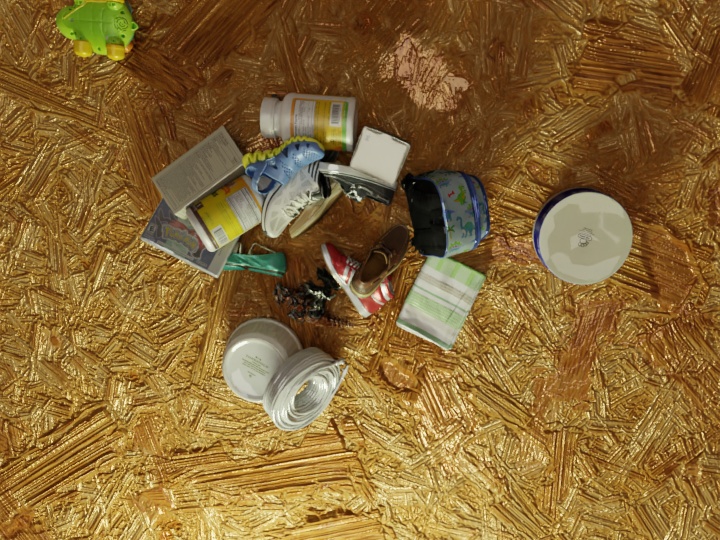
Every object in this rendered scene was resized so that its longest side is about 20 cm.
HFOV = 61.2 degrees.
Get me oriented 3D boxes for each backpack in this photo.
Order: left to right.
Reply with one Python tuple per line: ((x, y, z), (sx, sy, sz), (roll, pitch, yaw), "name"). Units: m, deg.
((0.188, -0.123, 1.277), (0.144, 0.200, 0.186), (-13, 100, -10), "backpack")

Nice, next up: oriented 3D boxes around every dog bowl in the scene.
((0.476, -0.075, 1.314), (0.196, 0.079, 0.204), (2, 103, 7), "dog bowl")

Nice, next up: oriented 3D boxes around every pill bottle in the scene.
((-0.277, -0.137, 1.348), (0.198, 0.109, 0.110), (-33, 98, -12), "pill bottle")
((-0.107, -0.315, 1.286), (0.196, 0.111, 0.113), (5, 104, 4), "pill bottle")

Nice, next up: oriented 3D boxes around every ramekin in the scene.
((-0.241, 0.223, 1.463), (0.198, 0.094, 0.206), (2, 103, 7), "ramekin")

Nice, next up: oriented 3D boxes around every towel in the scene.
((0.185, 0.070, 1.408), (0.147, 0.031, 0.202), (25, 104, 0), "towel")

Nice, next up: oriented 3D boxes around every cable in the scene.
((-0.135, 0.274, 1.414), (0.069, 0.199, 0.202), (35, 105, 36), "cable")

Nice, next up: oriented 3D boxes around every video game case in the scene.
((-0.374, -0.108, 1.399), (0.198, 0.023, 0.184), (26, 77, 1), "video game case")

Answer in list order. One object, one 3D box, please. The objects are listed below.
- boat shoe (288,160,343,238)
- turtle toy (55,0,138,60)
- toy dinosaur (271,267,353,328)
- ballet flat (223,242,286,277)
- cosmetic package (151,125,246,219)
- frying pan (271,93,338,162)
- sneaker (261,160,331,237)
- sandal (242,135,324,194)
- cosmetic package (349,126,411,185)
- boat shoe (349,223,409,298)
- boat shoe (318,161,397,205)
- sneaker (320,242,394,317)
((-0.098, -0.158, 1.375), (0.064, 0.071, 0.200), (43, 94, 0), "boat shoe")
((-0.574, -0.538, 1.325), (0.196, 0.101, 0.148), (7, 104, 6), "turtle toy")
((-0.108, 0.076, 1.430), (0.197, 0.103, 0.137), (17, 121, -16), "toy dinosaur")
((-0.267, -0.030, 1.432), (0.196, 0.067, 0.072), (6, 80, 5), "ballet flat")
((-0.350, -0.216, 1.357), (0.199, 0.073, 0.104), (-35, 85, -1), "cosmetic package")
((-0.133, -0.299, 1.362), (0.188, 0.031, 0.116), (28, 104, 3), "frying pan")
((-0.135, -0.153, 1.307), (0.114, 0.075, 0.203), (26, 91, 36), "sneaker")
((-0.159, -0.216, 1.269), (0.197, 0.079, 0.089), (-16, 65, 28), "sandal")
((0.045, -0.242, 1.266), (0.102, 0.200, 0.088), (23, 104, 1), "cosmetic package")
((0.051, -0.028, 1.337), (0.072, 0.068, 0.201), (35, 67, 6), "boat shoe")
((-0.007, -0.183, 1.312), (0.198, 0.071, 0.069), (11, 97, -39), "boat shoe")
((0.000, 0.000, 1.394), (0.112, 0.071, 0.201), (-31, 105, 16), "sneaker")
